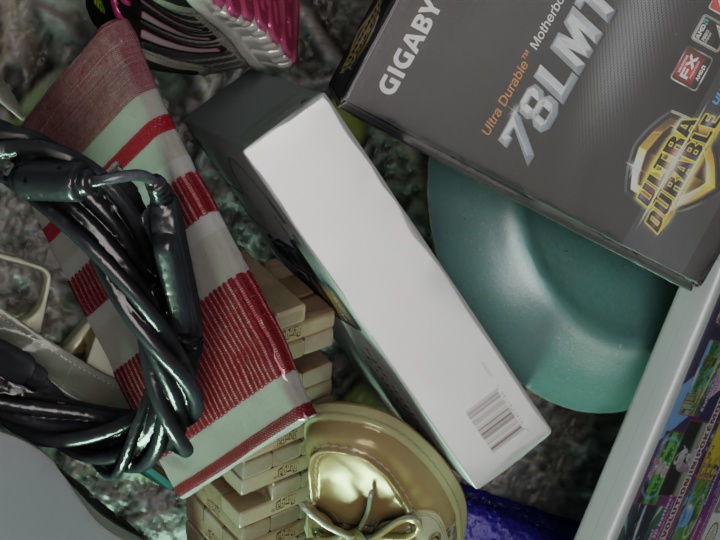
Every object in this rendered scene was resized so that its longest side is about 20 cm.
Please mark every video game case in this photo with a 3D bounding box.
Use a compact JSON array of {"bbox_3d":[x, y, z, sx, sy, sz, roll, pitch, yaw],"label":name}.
[{"bbox_3d":[0.181,0.092,1.191,0.182,0.023,0.201,14,100,-56],"label":"video game case"}]

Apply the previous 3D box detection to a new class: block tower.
[{"bbox_3d":[-0.051,0.089,1.134,0.054,0.058,0.201,-19,131,-29],"label":"block tower"}]

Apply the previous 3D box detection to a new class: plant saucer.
[{"bbox_3d":[0.123,-0.030,1.154,0.199,0.036,0.201,9,75,-34],"label":"plant saucer"}]

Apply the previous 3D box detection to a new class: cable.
[{"bbox_3d":[-0.148,0.022,1.043,0.162,0.051,0.201,5,132,15],"label":"cable"}]

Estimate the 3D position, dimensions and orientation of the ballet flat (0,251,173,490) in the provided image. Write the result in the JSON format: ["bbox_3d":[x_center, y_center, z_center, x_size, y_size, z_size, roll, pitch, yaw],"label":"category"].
[{"bbox_3d":[-0.156,0.036,1.141,0.200,0.067,0.064,33,82,-17],"label":"ballet flat"}]

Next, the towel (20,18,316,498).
[{"bbox_3d":[-0.095,-0.002,1.077,0.023,0.144,0.201,-23,82,-33],"label":"towel"}]

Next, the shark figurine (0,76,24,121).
[{"bbox_3d":[-0.248,-0.112,1.074,0.089,0.214,0.129,30,59,-52],"label":"shark figurine"}]

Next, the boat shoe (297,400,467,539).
[{"bbox_3d":[0.014,0.144,1.118,0.073,0.063,0.200,3,136,27],"label":"boat shoe"}]

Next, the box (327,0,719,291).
[{"bbox_3d":[0.117,-0.122,1.063,0.198,0.050,0.201,27,99,-17],"label":"box"}]

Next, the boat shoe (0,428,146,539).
[{"bbox_3d":[-0.157,0.129,1.125,0.069,0.057,0.200,-54,131,-8],"label":"boat shoe"}]

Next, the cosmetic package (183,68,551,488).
[{"bbox_3d":[0.000,0.000,1.122,0.052,0.151,0.200,-36,106,-5],"label":"cosmetic package"}]

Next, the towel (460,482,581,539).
[{"bbox_3d":[0.066,0.224,1.234,0.147,0.050,0.201,18,97,-16],"label":"towel"}]

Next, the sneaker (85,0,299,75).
[{"bbox_3d":[-0.096,-0.136,1.070,0.087,0.200,0.074,-12,74,15],"label":"sneaker"}]
